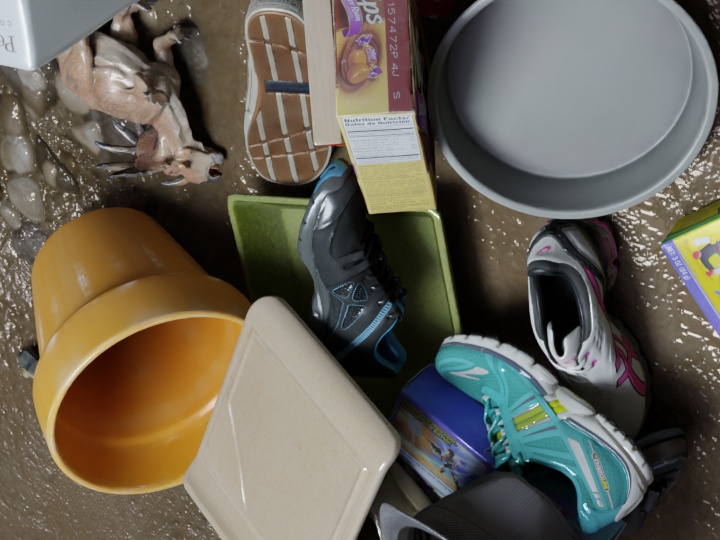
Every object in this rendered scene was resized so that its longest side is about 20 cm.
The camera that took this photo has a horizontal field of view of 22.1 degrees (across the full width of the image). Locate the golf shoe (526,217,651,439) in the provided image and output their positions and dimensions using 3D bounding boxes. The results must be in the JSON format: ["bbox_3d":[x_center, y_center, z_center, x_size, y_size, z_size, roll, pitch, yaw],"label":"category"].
[{"bbox_3d":[0.162,0.057,1.389,0.072,0.092,0.201,-3,118,34],"label":"golf shoe"}]

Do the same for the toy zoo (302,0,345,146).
[{"bbox_3d":[-0.018,-0.155,1.323,0.020,0.200,0.132,-4,93,6],"label":"toy zoo"}]

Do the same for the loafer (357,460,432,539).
[{"bbox_3d":[-0.011,0.162,1.464,0.200,0.067,0.076,46,142,13],"label":"loafer"}]

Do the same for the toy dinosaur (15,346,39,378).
[{"bbox_3d":[-0.249,0.124,1.734,0.199,0.047,0.089,6,114,26],"label":"toy dinosaur"}]

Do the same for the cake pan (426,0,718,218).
[{"bbox_3d":[0.146,-0.127,1.275,0.199,0.037,0.201,2,127,3],"label":"cake pan"}]

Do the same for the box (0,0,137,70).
[{"bbox_3d":[-0.281,-0.277,1.399,0.198,0.200,0.172,12,126,26],"label":"box"}]

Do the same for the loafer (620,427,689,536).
[{"bbox_3d":[0.202,0.189,1.451,0.200,0.071,0.063,-49,57,50],"label":"loafer"}]

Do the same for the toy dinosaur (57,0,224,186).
[{"bbox_3d":[-0.199,-0.150,1.507,0.200,0.086,0.136,44,139,10],"label":"toy dinosaur"}]

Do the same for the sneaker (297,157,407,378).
[{"bbox_3d":[0.000,0.000,1.417,0.081,0.073,0.201,15,135,18],"label":"sneaker"}]

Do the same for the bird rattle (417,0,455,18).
[{"bbox_3d":[0.094,-0.236,1.251,0.162,0.113,0.201,23,133,-1],"label":"bird rattle"}]

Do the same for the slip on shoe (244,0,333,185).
[{"bbox_3d":[-0.055,-0.149,1.429,0.075,0.061,0.201,5,141,9],"label":"slip on shoe"}]

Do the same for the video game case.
[{"bbox_3d":[0.096,0.198,1.476,0.200,0.045,0.182,39,141,15],"label":"video game case"}]

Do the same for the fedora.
[{"bbox_3d":[0.104,0.210,1.356,0.176,0.090,0.200,31,157,29],"label":"fedora"}]

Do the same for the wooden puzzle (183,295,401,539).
[{"bbox_3d":[-0.054,0.149,1.441,0.185,0.037,0.201,48,127,33],"label":"wooden puzzle"}]

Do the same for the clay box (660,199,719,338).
[{"bbox_3d":[0.320,-0.016,1.269,0.200,0.048,0.115,-27,101,42],"label":"clay box"}]

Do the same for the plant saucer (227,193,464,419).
[{"bbox_3d":[0.004,0.023,1.501,0.199,0.048,0.201,5,120,31],"label":"plant saucer"}]

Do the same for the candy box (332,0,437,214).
[{"bbox_3d":[0.019,-0.126,1.284,0.056,0.117,0.200,-3,163,5],"label":"candy box"}]

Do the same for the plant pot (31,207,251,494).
[{"bbox_3d":[-0.190,0.052,1.541,0.184,0.199,0.201,58,145,42],"label":"plant pot"}]

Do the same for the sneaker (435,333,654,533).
[{"bbox_3d":[0.125,0.117,1.376,0.200,0.080,0.078,38,165,30],"label":"sneaker"}]
